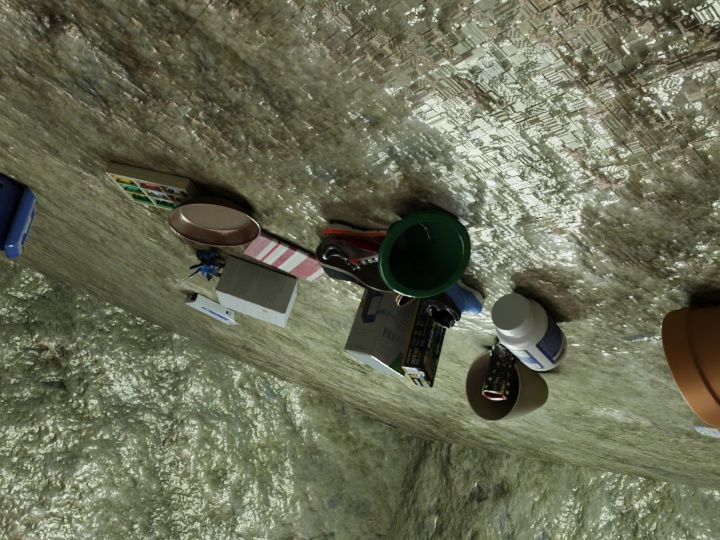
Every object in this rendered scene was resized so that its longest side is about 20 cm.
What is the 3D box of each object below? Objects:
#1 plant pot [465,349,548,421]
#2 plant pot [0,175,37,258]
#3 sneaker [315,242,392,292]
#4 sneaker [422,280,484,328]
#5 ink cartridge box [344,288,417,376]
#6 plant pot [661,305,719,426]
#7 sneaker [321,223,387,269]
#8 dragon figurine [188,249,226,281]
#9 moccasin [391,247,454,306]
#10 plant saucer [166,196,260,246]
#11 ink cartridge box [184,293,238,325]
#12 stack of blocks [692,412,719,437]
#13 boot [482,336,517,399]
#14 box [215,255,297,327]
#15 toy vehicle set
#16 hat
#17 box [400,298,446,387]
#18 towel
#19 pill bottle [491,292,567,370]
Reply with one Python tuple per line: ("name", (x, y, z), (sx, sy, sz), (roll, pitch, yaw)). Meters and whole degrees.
("plant pot", (0.425, 0.327, 1.644), (0.198, 0.190, 0.186), (16, 166, -38))
("plant pot", (-0.997, -0.148, 1.615), (0.178, 0.202, 0.199), (19, 161, -24))
("sneaker", (0.000, 0.000, 1.305), (0.198, 0.075, 0.106), (25, 166, 11))
("sneaker", (0.196, 0.078, 1.258), (0.076, 0.112, 0.200), (3, 155, 35))
("ink cartridge box", (0.063, 0.120, 1.357), (0.087, 0.202, 0.145), (5, 157, 40))
("plant pot", (0.609, 0.137, 0.961), (0.199, 0.202, 0.140), (28, 142, -25))
("sneaker", (0.014, -0.032, 1.172), (0.198, 0.083, 0.077), (9, 158, 16))
("dragon figurine", (-0.435, -0.017, 1.645), (0.198, 0.059, 0.099), (0, 153, 40))
("moccasin", (0.128, 0.013, 1.152), (0.073, 0.079, 0.201), (12, 148, -37))
("plant saucer", (-0.315, -0.109, 1.283), (0.198, 0.037, 0.201), (1, 157, 0))
("ink cartridge box", (-0.541, 0.145, 2.190), (0.199, 0.040, 0.099), (34, 155, -33))
("stack of blocks", (0.950, 0.389, 1.474), (0.199, 0.059, 0.115), (-3, 151, 45))
("boot", (0.351, 0.230, 1.456), (0.072, 0.152, 0.200), (17, 160, 3))
("box", (-0.285, 0.061, 1.646), (0.198, 0.107, 0.152), (19, 160, -1))
("toy vehicle set", (-0.436, -0.173, 1.289), (0.198, 0.027, 0.125), (13, 159, 15))
("hat", (0.081, -0.065, 1.095), (0.198, 0.167, 0.176), (16, -160, -23))
("box", (0.153, 0.149, 1.351), (0.049, 0.202, 0.160), (8, 158, 22))
("towel", (-0.175, -0.032, 1.435), (0.198, 0.023, 0.144), (24, 157, -19))
("pill bottle", (0.351, 0.126, 1.247), (0.110, 0.112, 0.200), (1, 154, 39))
